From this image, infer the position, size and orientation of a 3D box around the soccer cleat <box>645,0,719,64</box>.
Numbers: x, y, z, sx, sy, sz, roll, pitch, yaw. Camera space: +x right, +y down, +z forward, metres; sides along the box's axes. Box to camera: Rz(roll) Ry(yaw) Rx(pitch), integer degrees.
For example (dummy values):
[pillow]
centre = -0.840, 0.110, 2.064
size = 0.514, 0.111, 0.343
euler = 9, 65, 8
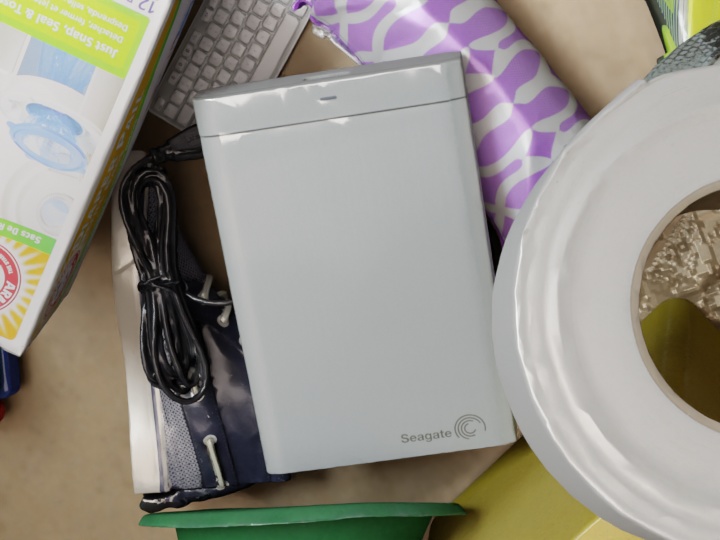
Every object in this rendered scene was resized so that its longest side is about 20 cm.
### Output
[soccer cleat]
centre = 0.185, -0.119, 0.785
size = 0.084, 0.065, 0.201
euler = -23, 93, 10

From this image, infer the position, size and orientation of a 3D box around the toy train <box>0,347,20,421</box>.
[toy train]
centre = -0.308, 0.059, 0.903
size = 0.199, 0.116, 0.085
euler = -3, 97, 14

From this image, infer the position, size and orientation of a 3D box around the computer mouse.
[computer mouse]
centre = -0.031, -0.021, 0.840
size = 0.199, 0.046, 0.141
euler = -15, 98, -7

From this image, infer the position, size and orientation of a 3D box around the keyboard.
[keyboard]
centre = -0.047, -0.160, 0.861
size = 0.056, 0.011, 0.200
euler = 32, 105, 7

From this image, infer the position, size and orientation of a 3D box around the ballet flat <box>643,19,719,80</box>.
[ballet flat]
centre = 0.206, -0.096, 0.734
size = 0.200, 0.072, 0.072
euler = -29, 91, -16

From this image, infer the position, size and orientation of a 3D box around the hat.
[hat]
centre = -0.036, 0.211, 0.818
size = 0.200, 0.165, 0.177
euler = -12, 77, 49

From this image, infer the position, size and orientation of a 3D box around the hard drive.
[hard drive]
centre = 0.000, 0.000, 0.789
size = 0.131, 0.027, 0.201
euler = -8, 108, 6

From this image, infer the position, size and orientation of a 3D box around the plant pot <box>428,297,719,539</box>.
[plant pot]
centre = 0.151, 0.161, 0.777
size = 0.200, 0.176, 0.200
euler = 45, 105, 4

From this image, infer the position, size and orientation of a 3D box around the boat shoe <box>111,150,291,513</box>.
[boat shoe]
centre = -0.085, 0.031, 0.877
size = 0.092, 0.075, 0.201
euler = -5, 98, -1

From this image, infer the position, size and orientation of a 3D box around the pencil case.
[pencil case]
centre = 0.055, -0.090, 0.808
size = 0.085, 0.084, 0.200
euler = -40, 88, 1

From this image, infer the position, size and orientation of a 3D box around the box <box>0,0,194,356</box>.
[box]
centre = -0.169, -0.077, 0.778
size = 0.112, 0.101, 0.200
euler = 25, 106, -5

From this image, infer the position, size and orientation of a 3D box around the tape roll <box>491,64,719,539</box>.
[tape roll]
centre = 0.156, 0.017, 0.655
size = 0.202, 0.071, 0.203
euler = 0, 83, -2
